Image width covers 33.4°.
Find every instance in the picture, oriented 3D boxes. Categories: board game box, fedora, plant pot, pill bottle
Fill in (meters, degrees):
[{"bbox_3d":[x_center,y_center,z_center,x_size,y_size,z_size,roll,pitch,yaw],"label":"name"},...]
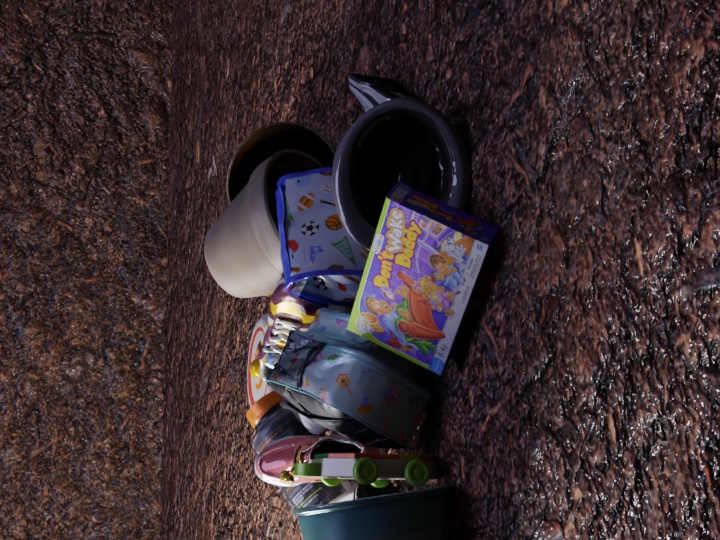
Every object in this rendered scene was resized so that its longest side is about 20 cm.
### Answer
[{"bbox_3d":[0.072,0.012,1.441,0.045,0.133,0.202,-50,-19,-52],"label":"board game box"},{"bbox_3d":[0.056,-0.113,1.527,0.090,0.174,0.204,35,-135,-77],"label":"fedora"},{"bbox_3d":[-0.128,-0.047,1.725,0.172,0.199,0.203,-25,58,33],"label":"plant pot"},{"bbox_3d":[-0.095,-0.133,1.902,0.200,0.183,0.191,-14,-70,-79],"label":"plant pot"},{"bbox_3d":[0.027,0.373,1.450,0.200,0.197,0.200,145,119,-67],"label":"plant pot"},{"bbox_3d":[-0.094,0.280,1.818,0.201,0.105,0.107,54,146,18],"label":"pill bottle"}]

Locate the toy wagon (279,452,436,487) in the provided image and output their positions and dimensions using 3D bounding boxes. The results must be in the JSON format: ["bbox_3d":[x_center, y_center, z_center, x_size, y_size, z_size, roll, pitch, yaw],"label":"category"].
[{"bbox_3d":[-0.005,0.253,1.525,0.155,0.197,0.040,151,123,-68],"label":"toy wagon"}]

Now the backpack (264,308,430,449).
[{"bbox_3d":[-0.002,0.147,1.578,0.155,0.175,0.199,-58,32,-4],"label":"backpack"}]

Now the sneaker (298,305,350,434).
[{"bbox_3d":[-0.056,0.135,1.728,0.099,0.076,0.204,89,-174,-86],"label":"sneaker"}]

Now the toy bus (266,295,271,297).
[{"bbox_3d":[-0.118,-0.060,2.060,0.194,0.134,0.200,-68,26,19],"label":"toy bus"}]

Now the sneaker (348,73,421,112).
[{"bbox_3d":[0.021,-0.212,1.724,0.201,0.074,0.117,-130,49,-61],"label":"sneaker"}]

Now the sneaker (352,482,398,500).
[{"bbox_3d":[0.022,0.375,1.623,0.202,0.069,0.091,-108,31,-43],"label":"sneaker"}]

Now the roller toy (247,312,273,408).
[{"bbox_3d":[-0.113,0.161,1.967,0.201,0.137,0.185,123,145,-55],"label":"roller toy"}]

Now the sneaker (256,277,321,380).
[{"bbox_3d":[-0.102,0.088,1.667,0.201,0.074,0.091,105,-178,-61],"label":"sneaker"}]

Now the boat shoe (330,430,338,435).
[{"bbox_3d":[-0.033,0.183,1.828,0.071,0.069,0.203,116,151,-49],"label":"boat shoe"}]

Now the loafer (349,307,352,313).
[{"bbox_3d":[0.000,0.000,1.760,0.070,0.069,0.202,112,154,-43],"label":"loafer"}]

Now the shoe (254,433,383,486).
[{"bbox_3d":[-0.071,0.266,1.709,0.091,0.197,0.073,33,-128,-68],"label":"shoe"}]

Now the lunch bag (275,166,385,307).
[{"bbox_3d":[-0.014,-0.043,1.608,0.124,0.197,0.173,123,144,-55],"label":"lunch bag"}]
